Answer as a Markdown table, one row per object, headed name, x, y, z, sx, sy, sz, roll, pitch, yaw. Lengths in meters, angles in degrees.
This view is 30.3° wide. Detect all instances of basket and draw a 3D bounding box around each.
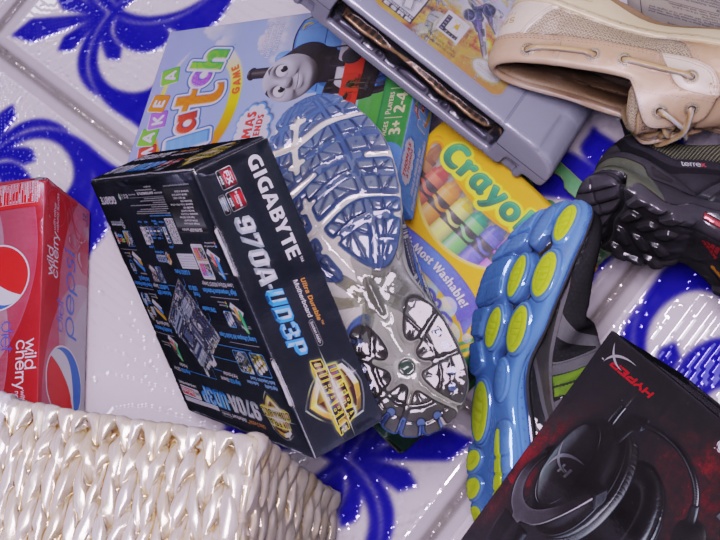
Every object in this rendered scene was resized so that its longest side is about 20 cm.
| name | x | y | z | sx | sy | sz | roll | pitch | yaw |
| --- | --- | --- | --- | --- | --- | --- | --- | --- | --- |
| basket | -0.118 | 0.188 | 0.716 | 0.160 | 0.198 | 0.201 | 5 | 72 | 15 |

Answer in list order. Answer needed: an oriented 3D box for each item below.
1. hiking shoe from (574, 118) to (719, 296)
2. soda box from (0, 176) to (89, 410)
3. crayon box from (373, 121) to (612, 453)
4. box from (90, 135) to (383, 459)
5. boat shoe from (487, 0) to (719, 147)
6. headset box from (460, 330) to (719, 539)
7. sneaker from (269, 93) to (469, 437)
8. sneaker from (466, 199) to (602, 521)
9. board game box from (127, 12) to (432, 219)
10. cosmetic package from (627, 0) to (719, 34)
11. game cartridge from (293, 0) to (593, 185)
| name | x | y | z | sx | sy | sz | roll | pitch | yaw |
| --- | --- | --- | --- | --- | --- | --- | --- | --- | --- |
| hiking shoe | 0.228 | -0.029 | 0.759 | 0.199 | 0.076 | 0.101 | 28 | 57 | 6 |
| soda box | -0.219 | 0.045 | 0.863 | 0.063 | 0.070 | 0.201 | -8 | 70 | 14 |
| crayon box | 0.053 | -0.005 | 0.815 | 0.200 | 0.052 | 0.126 | -43 | 66 | -3 |
| box | -0.077 | 0.011 | 0.739 | 0.046 | 0.200 | 0.160 | -27 | 103 | -23 |
| boat shoe | 0.170 | -0.100 | 0.748 | 0.199 | 0.071 | 0.065 | 23 | 73 | 16 |
| headset box | 0.128 | 0.156 | 0.651 | 0.200 | 0.077 | 0.149 | -54 | 40 | 8 |
| sneaker | 0.000 | 0.000 | 0.747 | 0.077 | 0.085 | 0.201 | -19 | 80 | 1 |
| sneaker | 0.109 | 0.060 | 0.748 | 0.082 | 0.071 | 0.201 | 3 | 95 | -27 |
| board game box | -0.050 | -0.098 | 0.854 | 0.199 | 0.037 | 0.152 | -4 | 57 | 25 |
| cosmetic package | 0.209 | -0.162 | 0.747 | 0.103 | 0.200 | 0.073 | 20 | 78 | 20 |
| game cartridge | 0.062 | -0.156 | 0.813 | 0.200 | 0.042 | 0.133 | 38 | 58 | -2 |
